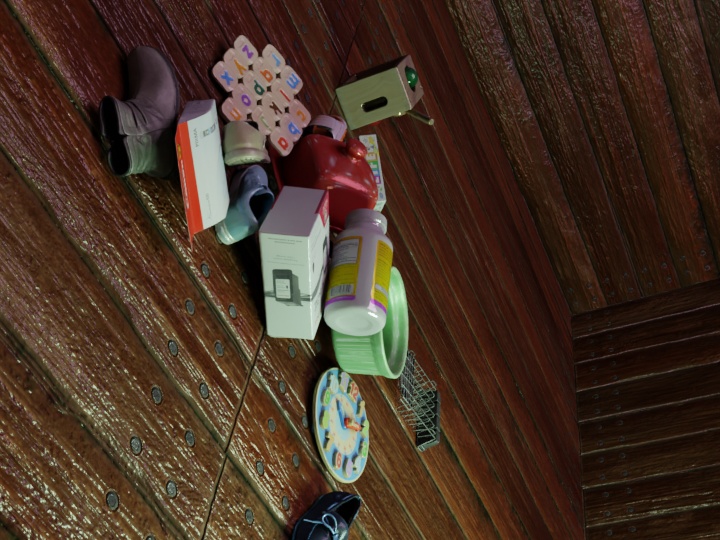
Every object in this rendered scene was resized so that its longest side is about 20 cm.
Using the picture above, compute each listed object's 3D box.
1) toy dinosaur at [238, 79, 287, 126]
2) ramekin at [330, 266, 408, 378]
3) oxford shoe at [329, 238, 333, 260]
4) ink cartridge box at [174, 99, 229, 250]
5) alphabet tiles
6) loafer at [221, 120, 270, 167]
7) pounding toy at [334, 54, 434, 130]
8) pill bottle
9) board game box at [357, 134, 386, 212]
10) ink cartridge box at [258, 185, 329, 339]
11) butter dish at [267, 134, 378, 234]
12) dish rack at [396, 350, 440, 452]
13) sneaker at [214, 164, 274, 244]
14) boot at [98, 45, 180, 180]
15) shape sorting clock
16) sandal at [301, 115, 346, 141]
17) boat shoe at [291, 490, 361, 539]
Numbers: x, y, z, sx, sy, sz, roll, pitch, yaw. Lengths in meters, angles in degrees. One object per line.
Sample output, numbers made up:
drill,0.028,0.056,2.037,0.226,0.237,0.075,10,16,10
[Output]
toy dinosaur,-0.172,-0.307,1.699,0.106,0.060,0.200,49,18,11
ramekin,0.017,0.094,1.690,0.200,0.097,0.202,-2,90,-74
oxford shoe,-0.055,0.003,1.722,0.071,0.074,0.201,-80,148,-49
ink cartridge box,-0.220,-0.138,1.311,0.200,0.047,0.161,-103,-172,-66
alphabet tiles,-0.172,-0.303,1.631,0.196,0.015,0.201,47,47,-24
loafer,-0.181,-0.200,1.470,0.200,0.075,0.069,-144,-131,-81
pounding toy,0.069,-0.394,2.146,0.184,0.199,0.143,-58,130,-62
pill bottle,0.000,0.000,1.570,0.104,0.104,0.201,48,42,-50
board game box,0.008,-0.163,1.842,0.200,0.034,0.136,117,-33,-71
ink cartridge box,-0.101,-0.011,1.503,0.146,0.083,0.201,-73,166,-54
butter dish,-0.043,-0.172,1.671,0.199,0.148,0.201,20,35,-35
dish rack,0.117,0.271,2.008,0.200,0.054,0.154,56,26,-37
sneaker,-0.167,-0.112,1.511,0.201,0.081,0.074,-77,146,-51
boot,-0.302,-0.221,1.265,0.130,0.067,0.202,4,73,-68
shape sorting clock,-0.030,0.270,1.648,0.200,0.039,0.201,51,31,-47
sandal,-0.080,-0.258,1.841,0.207,0.079,0.059,-79,149,-47
boat shoe,-0.051,0.397,1.462,0.085,0.068,0.200,67,22,-17
